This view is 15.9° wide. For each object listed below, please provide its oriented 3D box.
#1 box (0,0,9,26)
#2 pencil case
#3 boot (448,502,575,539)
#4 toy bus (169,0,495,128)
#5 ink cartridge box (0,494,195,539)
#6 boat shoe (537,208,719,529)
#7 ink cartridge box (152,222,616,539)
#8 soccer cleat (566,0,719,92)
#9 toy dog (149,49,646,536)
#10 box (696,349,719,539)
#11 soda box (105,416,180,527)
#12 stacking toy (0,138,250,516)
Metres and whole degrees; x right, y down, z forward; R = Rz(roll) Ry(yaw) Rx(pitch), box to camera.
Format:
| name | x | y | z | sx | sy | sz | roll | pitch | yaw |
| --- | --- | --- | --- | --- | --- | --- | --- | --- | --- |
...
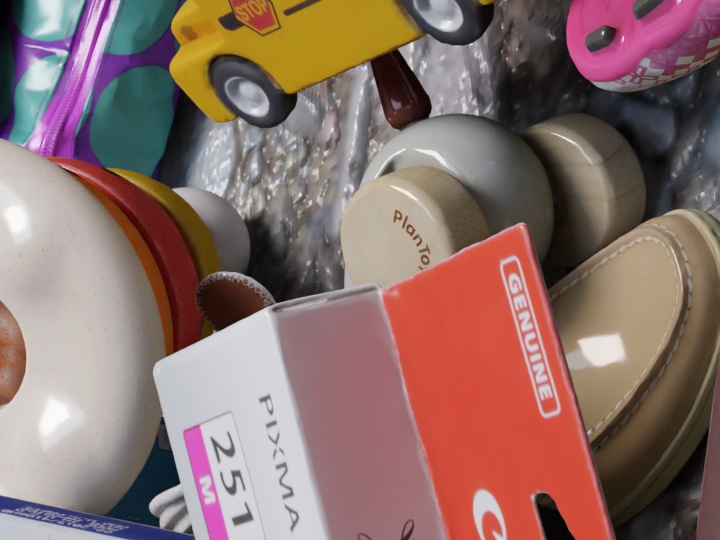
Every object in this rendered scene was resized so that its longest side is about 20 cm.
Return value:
| name | x | y | z | sx | sy | sz | roll | pitch | yaw |
| --- | --- | --- | --- | --- | --- | --- | --- | --- | --- |
| box | -0.200 | -0.127 | 1.100 | 0.148 | 0.107 | 0.200 | 107 | 179 | -76 |
| pencil case | -0.100 | -0.128 | 1.059 | 0.092 | 0.085 | 0.200 | -97 | 24 | -84 |
| boot | 0.063 | 0.162 | 0.740 | 0.200 | 0.077 | 0.138 | 38 | 113 | 36 |
| toy bus | 0.002 | -0.108 | 0.793 | 0.200 | 0.078 | 0.065 | -18 | 29 | 54 |
| ink cartridge box | -0.055 | 0.187 | 0.828 | 0.196 | 0.043 | 0.200 | 10 | 93 | 10 |
| boat shoe | 0.047 | 0.057 | 0.827 | 0.200 | 0.064 | 0.071 | -53 | 43 | 28 |
| ink cartridge box | 0.014 | 0.102 | 0.712 | 0.174 | 0.043 | 0.200 | -27 | 77 | 63 |
| soccer cleat | 0.138 | -0.107 | 0.685 | 0.200 | 0.086 | 0.070 | -47 | 32 | 36 |
| toy dog | 0.000 | 0.000 | 0.873 | 0.200 | 0.132 | 0.096 | -41 | 71 | 25 |
| box | 0.192 | 0.086 | 0.546 | 0.200 | 0.164 | 0.166 | 1 | 79 | 52 |
| soda box | -0.155 | 0.083 | 0.968 | 0.068 | 0.200 | 0.064 | -36 | 51 | 44 |
| stacking toy | -0.101 | 0.007 | 0.945 | 0.146 | 0.200 | 0.146 | 6 | 105 | 21 |
